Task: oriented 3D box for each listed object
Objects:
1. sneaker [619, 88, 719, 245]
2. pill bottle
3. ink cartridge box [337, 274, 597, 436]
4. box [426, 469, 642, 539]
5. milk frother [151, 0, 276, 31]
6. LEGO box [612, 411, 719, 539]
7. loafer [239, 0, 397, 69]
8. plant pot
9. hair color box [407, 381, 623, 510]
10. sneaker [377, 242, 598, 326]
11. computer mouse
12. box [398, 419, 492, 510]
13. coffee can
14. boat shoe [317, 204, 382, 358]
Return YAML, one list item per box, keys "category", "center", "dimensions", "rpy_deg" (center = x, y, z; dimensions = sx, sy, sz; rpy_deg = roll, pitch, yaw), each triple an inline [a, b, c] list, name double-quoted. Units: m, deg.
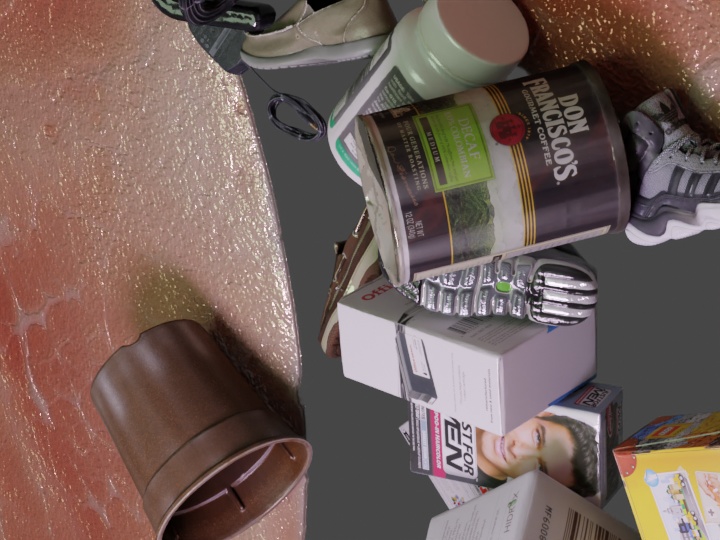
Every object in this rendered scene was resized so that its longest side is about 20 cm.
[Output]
- category: "sneaker"
  center: [0.271, -0.093, 1.478]
  dimensions: [0.199, 0.075, 0.115]
  rpy_deg: [-18, 99, 52]
- category: "pill bottle"
  center: [0.060, -0.163, 1.641]
  dimensions: [0.114, 0.113, 0.200]
  rpy_deg: [54, 139, 11]
- category: "ink cartridge box"
  center: [0.097, 0.062, 1.691]
  dimensions: [0.199, 0.144, 0.085]
  rpy_deg: [18, 122, 41]
- category: "box"
  center: [0.162, 0.328, 1.664]
  dimensions: [0.198, 0.201, 0.171]
  rpy_deg: [32, 144, -19]
- category: "milk frother"
  center: [-0.154, -0.316, 1.683]
  dimensions: [0.187, 0.200, 0.182]
  rpy_deg: [15, 94, 26]
- category: "LEGO box"
  center: [0.322, 0.228, 1.587]
  dimensions: [0.148, 0.077, 0.202]
  rpy_deg: [-10, 102, 49]
- category: "loafer"
  center: [-0.037, -0.231, 1.752]
  dimensions: [0.199, 0.075, 0.070]
  rpy_deg: [-1, 97, 42]
- category: "plant pot"
  center: [-0.187, 0.176, 2.030]
  dimensions: [0.199, 0.199, 0.201]
  rpy_deg: [52, 139, 25]
- category: "hair color box"
  center: [0.143, 0.149, 1.715]
  dimensions: [0.198, 0.061, 0.100]
  rpy_deg: [8, 114, 28]
- category: "sneaker"
  center: [0.119, -0.004, 1.647]
  dimensions: [0.198, 0.116, 0.076]
  rpy_deg: [15, 110, 10]
- category: "computer mouse"
  center: [-0.102, -0.205, 1.861]
  dimensions: [0.200, 0.034, 0.059]
  rpy_deg: [49, 121, 11]
- category: "box"
  center: [0.128, 0.213, 1.819]
  dimensions: [0.201, 0.035, 0.110]
  rpy_deg: [58, 139, 8]
- category: "coffee can"
  center: [0.108, -0.080, 1.530]
  dimensions: [0.146, 0.198, 0.148]
  rpy_deg: [166, 90, -84]
- category: "boat shoe"
  center: [0.005, -0.001, 1.824]
  dimensions: [0.075, 0.074, 0.203]
  rpy_deg: [57, 135, 29]
